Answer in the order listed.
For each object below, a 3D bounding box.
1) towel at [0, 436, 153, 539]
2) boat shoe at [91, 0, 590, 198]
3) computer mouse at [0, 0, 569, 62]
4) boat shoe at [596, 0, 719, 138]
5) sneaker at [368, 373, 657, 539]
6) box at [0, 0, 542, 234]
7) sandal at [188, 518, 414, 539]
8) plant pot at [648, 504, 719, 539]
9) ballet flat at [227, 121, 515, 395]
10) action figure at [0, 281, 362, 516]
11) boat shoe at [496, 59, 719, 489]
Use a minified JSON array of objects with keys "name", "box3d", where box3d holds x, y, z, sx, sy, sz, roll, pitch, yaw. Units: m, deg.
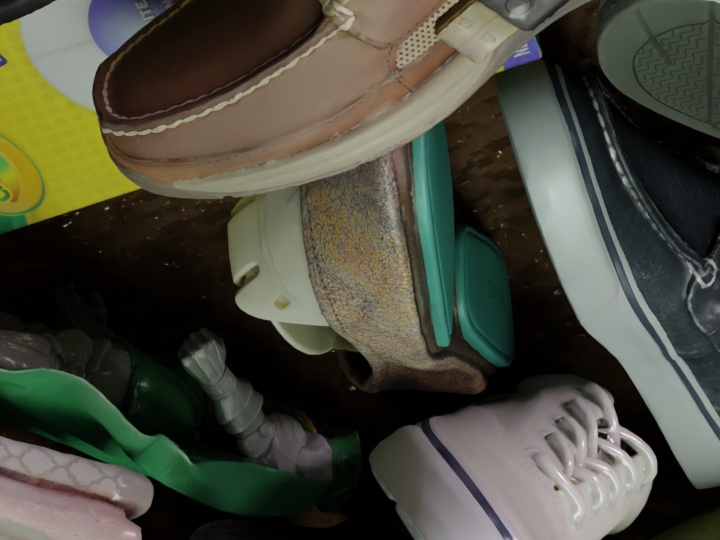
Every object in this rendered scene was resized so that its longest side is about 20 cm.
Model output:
[{"name":"towel","box3d":[-0.185,0.049,0.805,0.191,0.032,0.200,24,158,-33]},{"name":"boat shoe","box3d":[0.017,-0.089,0.668,0.200,0.076,0.072,-31,130,8]},{"name":"computer mouse","box3d":[-0.020,-0.098,0.622,0.200,0.046,0.141,-35,93,21]},{"name":"boat shoe","box3d":[0.150,-0.059,0.790,0.201,0.065,0.074,19,147,-29]},{"name":"sneaker","box3d":[0.050,0.061,0.841,0.071,0.200,0.073,-33,94,5]},{"name":"box","box3d":[-0.063,-0.078,0.743,0.199,0.048,0.118,-17,136,10]},{"name":"sandal","box3d":[-0.003,0.111,0.867,0.075,0.048,0.200,22,-178,19]},{"name":"plant pot","box3d":[0.106,0.162,0.884,0.199,0.187,0.187,-7,142,-33]},{"name":"ballet flat","box3d":[0.000,0.000,0.784,0.067,0.068,0.200,-4,162,8]},{"name":"action figure","box3d":[-0.070,0.037,0.838,0.118,0.055,0.200,14,173,45]},{"name":"boat shoe","box3d":[0.110,-0.010,0.835,0.091,0.071,0.200,-22,143,12]}]
